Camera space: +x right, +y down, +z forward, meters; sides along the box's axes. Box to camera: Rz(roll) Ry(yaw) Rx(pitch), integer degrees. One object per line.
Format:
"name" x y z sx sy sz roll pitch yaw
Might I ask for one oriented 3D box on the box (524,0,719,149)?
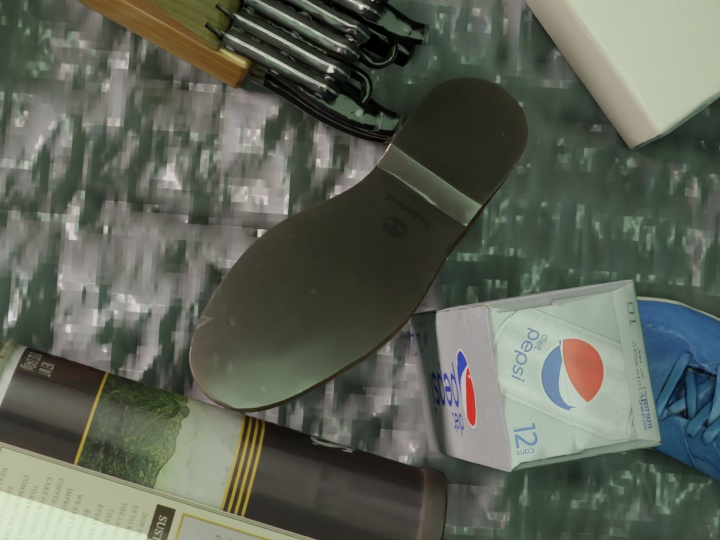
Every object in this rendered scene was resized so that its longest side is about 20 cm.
"box" 0.106 -0.161 0.994 0.082 0.068 0.200 -34 91 -7

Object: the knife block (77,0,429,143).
"knife block" -0.068 -0.127 0.985 0.200 0.175 0.064 23 81 41

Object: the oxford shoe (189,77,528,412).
"oxford shoe" 0.000 0.000 0.952 0.071 0.071 0.200 43 63 9

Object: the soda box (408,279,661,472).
"soda box" 0.069 0.045 0.911 0.063 0.200 0.069 -9 88 -8

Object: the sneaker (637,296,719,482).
"sneaker" 0.186 0.069 0.967 0.200 0.111 0.077 30 84 -3

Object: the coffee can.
"coffee can" -0.079 0.128 0.918 0.199 0.146 0.147 18 85 -5
